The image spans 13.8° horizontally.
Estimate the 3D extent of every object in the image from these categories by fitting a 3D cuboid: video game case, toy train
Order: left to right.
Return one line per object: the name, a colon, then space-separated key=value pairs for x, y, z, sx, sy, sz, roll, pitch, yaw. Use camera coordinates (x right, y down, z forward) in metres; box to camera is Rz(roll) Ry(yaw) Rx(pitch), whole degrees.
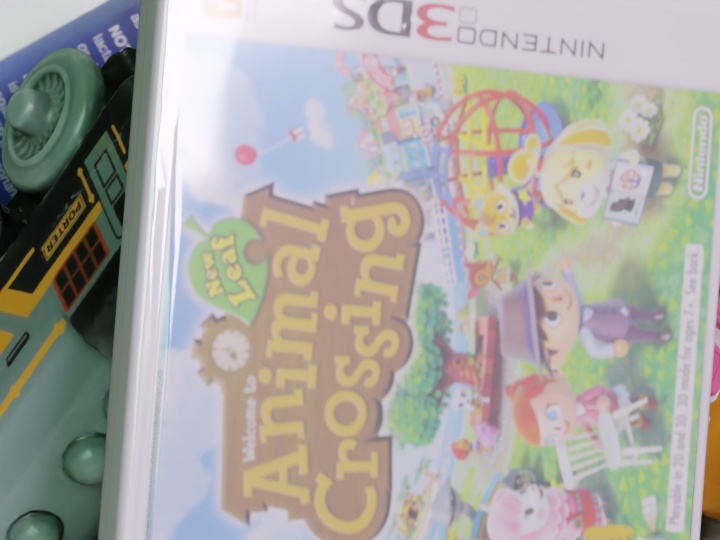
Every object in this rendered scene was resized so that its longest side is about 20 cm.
toy train: x=-0.091 y=0.022 z=0.892 sx=0.200 sy=0.085 sz=0.114 roll=-52 pitch=36 yaw=18
video game case: x=0.019 y=0.013 z=0.833 sx=0.181 sy=0.022 sz=0.201 roll=4 pitch=90 yaw=-24

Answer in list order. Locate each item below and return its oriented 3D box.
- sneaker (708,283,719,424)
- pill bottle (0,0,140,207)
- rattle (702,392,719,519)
sneaker: x=0.066 y=0.020 z=0.921 sx=0.074 sy=0.087 sz=0.200 roll=42 pitch=69 yaw=-24
pill bottle: x=-0.085 y=-0.080 z=0.973 sx=0.199 sy=0.120 sz=0.120 roll=-28 pitch=72 yaw=0
rattle: x=0.187 y=0.105 z=0.929 sx=0.199 sy=0.143 sz=0.131 roll=21 pitch=68 yaw=-23
